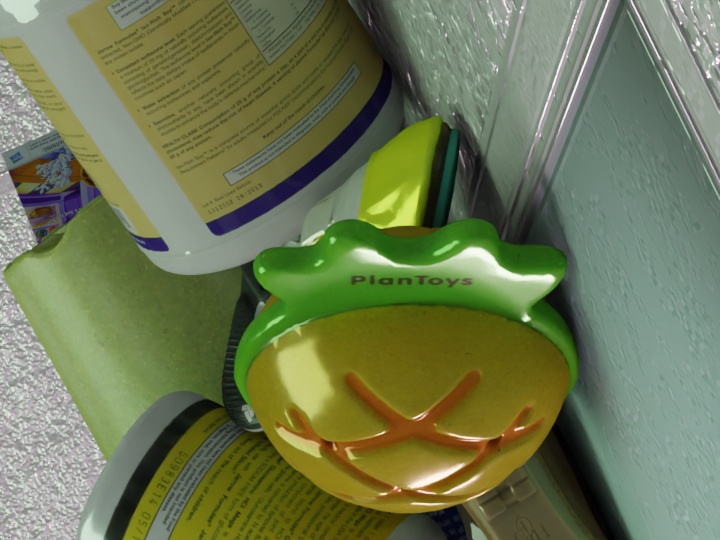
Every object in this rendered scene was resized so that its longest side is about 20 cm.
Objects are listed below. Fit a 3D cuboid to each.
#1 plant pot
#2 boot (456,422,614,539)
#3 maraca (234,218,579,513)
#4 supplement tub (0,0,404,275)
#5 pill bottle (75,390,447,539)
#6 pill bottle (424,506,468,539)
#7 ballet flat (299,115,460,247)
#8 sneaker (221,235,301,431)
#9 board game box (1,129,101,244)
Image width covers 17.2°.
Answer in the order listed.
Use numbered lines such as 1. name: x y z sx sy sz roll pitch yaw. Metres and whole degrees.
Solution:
1. plant pot: -0.092 0.034 1.316 0.185 0.200 0.200 53 177 -4
2. boot: 0.093 0.131 1.110 0.166 0.072 0.201 -68 -46 -79
3. maraca: 0.018 0.030 0.927 0.200 0.136 0.107 90 177 -63
4. supplement tub: -0.086 -0.115 1.078 0.200 0.145 0.145 57 180 -24
5. pill bottle: -0.029 0.149 1.157 0.199 0.113 0.113 26 162 17
6. pill bottle: 0.062 0.181 1.247 0.120 0.119 0.201 87 159 -78
7. ballet flat: 0.006 -0.002 1.051 0.200 0.067 0.067 90 -170 -60
8. sneaker: 0.000 0.000 1.200 0.115 0.076 0.201 25 -114 -35
9. board game box: -0.104 -0.055 1.449 0.045 0.199 0.135 71 172 -48
